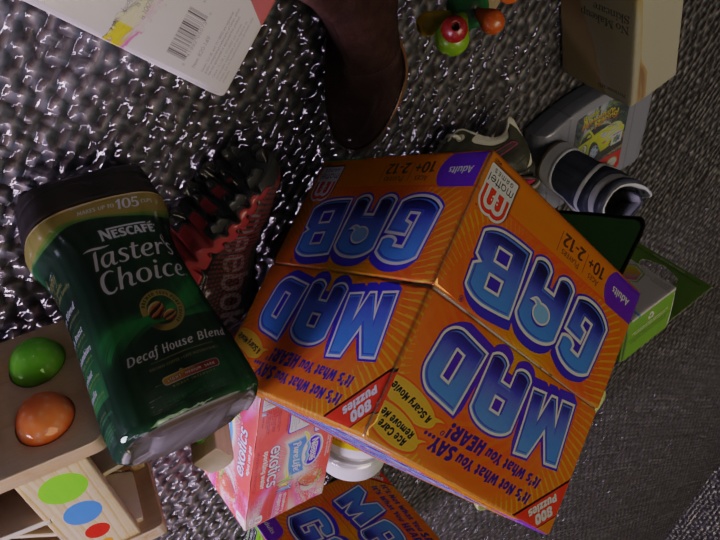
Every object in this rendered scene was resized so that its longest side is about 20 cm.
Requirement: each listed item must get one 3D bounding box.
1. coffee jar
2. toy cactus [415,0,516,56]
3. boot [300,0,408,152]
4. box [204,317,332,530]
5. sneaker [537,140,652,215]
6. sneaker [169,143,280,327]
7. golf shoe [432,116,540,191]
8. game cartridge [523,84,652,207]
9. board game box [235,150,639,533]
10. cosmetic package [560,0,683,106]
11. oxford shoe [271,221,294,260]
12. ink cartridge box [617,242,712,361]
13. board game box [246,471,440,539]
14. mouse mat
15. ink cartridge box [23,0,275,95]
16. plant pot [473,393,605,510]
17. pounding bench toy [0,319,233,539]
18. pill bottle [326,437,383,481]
[{"bbox_3d":[-0.158,0.023,0.541,0.104,0.201,0.085,-21,160,-32],"label":"coffee jar"},{"bbox_3d":[0.092,-0.253,0.631,0.165,0.101,0.202,59,39,-80],"label":"toy cactus"},{"bbox_3d":[-0.016,-0.184,0.563,0.166,0.072,0.202,-26,129,-66],"label":"boot"},{"bbox_3d":[-0.089,0.146,0.790,0.102,0.095,0.201,-17,132,-34],"label":"box"},{"bbox_3d":[0.291,-0.080,0.904,0.199,0.108,0.070,15,111,-49],"label":"sneaker"},{"bbox_3d":[-0.118,-0.011,0.650,0.098,0.071,0.201,19,109,-50],"label":"sneaker"},{"bbox_3d":[0.082,-0.093,0.790,0.198,0.077,0.089,-16,95,-19],"label":"golf shoe"},{"bbox_3d":[0.272,-0.159,0.936,0.199,0.041,0.134,-29,134,-24],"label":"game cartridge"},{"bbox_3d":[0.053,0.049,0.614,0.199,0.199,0.201,34,74,-33],"label":"board game box"},{"bbox_3d":[0.254,-0.274,0.766,0.071,0.105,0.201,-35,138,-14],"label":"cosmetic package"},{"bbox_3d":[0.000,0.000,0.764,0.199,0.084,0.073,29,58,-34],"label":"oxford shoe"},{"bbox_3d":[0.369,0.011,1.083,0.199,0.148,0.076,-32,138,-22],"label":"ink cartridge box"},{"bbox_3d":[-0.020,0.415,0.997,0.199,0.200,0.201,-13,130,-37],"label":"board game box"},{"bbox_3d":[0.157,0.012,0.732,0.008,0.200,0.162,35,79,-30],"label":"mouse mat"},{"bbox_3d":[-0.143,-0.201,0.468,0.199,0.067,0.117,18,108,-52],"label":"ink cartridge box"},{"bbox_3d":[0.156,0.148,0.944,0.200,0.184,0.201,-31,151,-19],"label":"plant pot"},{"bbox_3d":[-0.207,0.122,0.597,0.199,0.125,0.157,-21,136,-11],"label":"pounding bench toy"},{"bbox_3d":[0.001,0.132,0.853,0.111,0.111,0.201,-18,132,-33],"label":"pill bottle"}]
